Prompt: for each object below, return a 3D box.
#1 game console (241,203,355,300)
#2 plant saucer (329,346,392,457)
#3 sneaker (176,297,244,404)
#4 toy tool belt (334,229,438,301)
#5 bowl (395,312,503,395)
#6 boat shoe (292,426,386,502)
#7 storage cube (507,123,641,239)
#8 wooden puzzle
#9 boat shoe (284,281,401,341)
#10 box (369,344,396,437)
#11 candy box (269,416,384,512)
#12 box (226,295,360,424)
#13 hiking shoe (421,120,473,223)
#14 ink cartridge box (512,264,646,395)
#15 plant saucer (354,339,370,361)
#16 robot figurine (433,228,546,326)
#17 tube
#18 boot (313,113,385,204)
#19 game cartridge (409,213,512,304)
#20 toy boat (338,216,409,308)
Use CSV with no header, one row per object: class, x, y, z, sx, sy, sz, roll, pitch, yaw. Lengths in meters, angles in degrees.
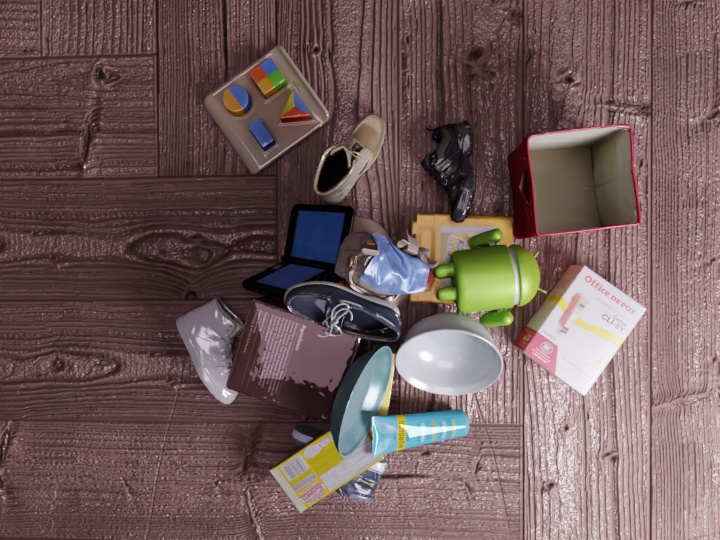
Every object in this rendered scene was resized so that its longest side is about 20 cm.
game console,-0.119,-0.037,1.013,0.172,0.199,0.120,-29,114,-35
plant saucer,-0.003,0.220,0.954,0.036,0.200,0.202,19,92,20
sneaker,-0.272,0.155,1.095,0.115,0.074,0.201,-30,88,6
toy tool belt,0.064,-0.004,0.937,0.198,0.123,0.126,16,80,-26
bowl,0.167,0.144,1.041,0.199,0.091,0.202,6,135,6
boat shoe,-0.053,0.384,1.086,0.199,0.071,0.092,22,90,2
storage cube,0.374,-0.153,1.000,0.198,0.180,0.173,-6,91,4
wooden puzzle,-0.190,-0.323,1.096,0.199,0.046,0.186,-36,89,3
boat shoe,-0.029,0.074,0.899,0.198,0.062,0.075,18,120,-12
box,0.032,0.252,1.079,0.050,0.075,0.202,9,92,3
candy box,-0.064,0.363,1.041,0.199,0.026,0.103,-35,96,7
box,-0.112,0.152,1.008,0.198,0.166,0.166,18,92,3
hiking shoe,0.169,-0.188,1.069,0.100,0.076,0.202,-1,78,11
ink cartridge box,0.414,0.108,1.049,0.145,0.083,0.201,35,93,2
plant saucer,-0.079,0.144,1.105,0.198,0.032,0.203,0,91,4
robot figurine,0.236,0.015,1.012,0.198,0.116,0.177,-7,82,4
tube,0.110,0.301,1.045,0.198,0.050,0.078,-2,90,-24
boot,-0.019,-0.218,1.033,0.072,0.155,0.201,34,93,2
game cartridge,0.197,-0.021,1.086,0.198,0.032,0.178,1,91,2
toy boat,0.000,0.000,1.067,0.130,0.130,0.202,-24,89,32
